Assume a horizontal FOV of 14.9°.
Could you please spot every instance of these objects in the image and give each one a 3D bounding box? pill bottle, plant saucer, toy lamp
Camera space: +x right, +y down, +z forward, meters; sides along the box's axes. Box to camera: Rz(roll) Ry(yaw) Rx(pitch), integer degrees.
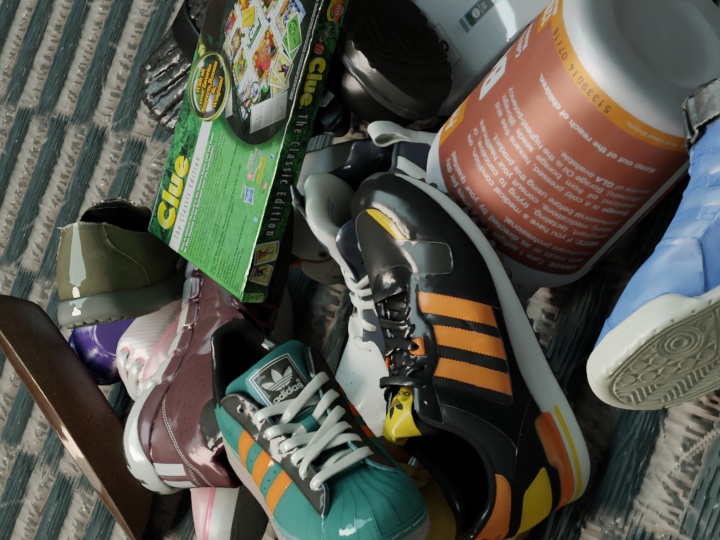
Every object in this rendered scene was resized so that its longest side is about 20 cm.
[{"bbox_3d":[0.105,-0.063,1.443,0.200,0.112,0.113,-48,35,41],"label":"pill bottle"},{"bbox_3d":[-0.191,0.091,1.835,0.037,0.201,0.200,-33,29,-9],"label":"plant saucer"},{"bbox_3d":[-0.168,0.046,1.852,0.200,0.058,0.059,160,128,-80],"label":"toy lamp"}]

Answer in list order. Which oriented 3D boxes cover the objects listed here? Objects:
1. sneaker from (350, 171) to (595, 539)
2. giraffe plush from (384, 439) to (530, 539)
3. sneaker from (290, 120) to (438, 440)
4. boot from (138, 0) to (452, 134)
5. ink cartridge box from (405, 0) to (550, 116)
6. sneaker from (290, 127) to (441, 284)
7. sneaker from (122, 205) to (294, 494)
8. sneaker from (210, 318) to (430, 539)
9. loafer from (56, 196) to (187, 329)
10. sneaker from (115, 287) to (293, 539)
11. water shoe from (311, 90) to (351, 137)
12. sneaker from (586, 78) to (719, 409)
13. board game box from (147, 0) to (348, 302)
[{"bbox_3d":[0.040,0.046,1.414,0.201,0.090,0.070,60,146,1],"label":"sneaker"},{"bbox_3d":[0.002,0.173,1.462,0.200,0.172,0.163,-46,13,55],"label":"giraffe plush"},{"bbox_3d":[0.000,0.000,1.575,0.200,0.129,0.080,-57,30,23],"label":"sneaker"},{"bbox_3d":[-0.040,-0.113,1.631,0.211,0.079,0.158,52,127,35],"label":"boot"},{"bbox_3d":[0.072,-0.212,1.592,0.200,0.050,0.161,-46,68,39],"label":"ink cartridge box"},{"bbox_3d":[0.004,-0.039,1.679,0.200,0.072,0.085,-12,88,55],"label":"sneaker"},{"bbox_3d":[-0.056,0.043,1.619,0.115,0.076,0.201,4,69,45],"label":"sneaker"},{"bbox_3d":[-0.032,0.087,1.421,0.071,0.080,0.200,-29,28,-16],"label":"sneaker"},{"bbox_3d":[-0.130,-0.014,1.688,0.075,0.200,0.070,-9,96,16],"label":"loafer"},{"bbox_3d":[-0.104,0.095,1.711,0.076,0.104,0.201,72,-160,-54],"label":"sneaker"},{"bbox_3d":[0.022,-0.154,1.725,0.200,0.071,0.079,-40,68,41],"label":"water shoe"},{"bbox_3d":[0.176,-0.027,1.331,0.200,0.076,0.112,-46,42,30],"label":"sneaker"},{"bbox_3d":[-0.065,-0.094,1.581,0.105,0.023,0.201,35,115,43],"label":"board game box"}]
